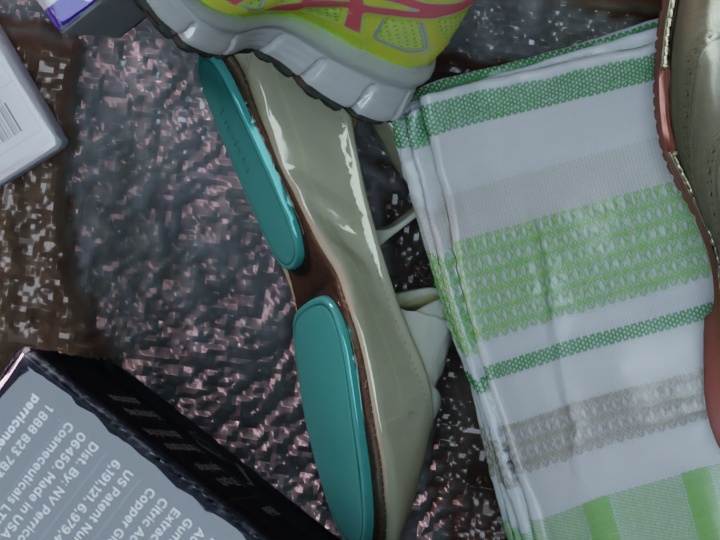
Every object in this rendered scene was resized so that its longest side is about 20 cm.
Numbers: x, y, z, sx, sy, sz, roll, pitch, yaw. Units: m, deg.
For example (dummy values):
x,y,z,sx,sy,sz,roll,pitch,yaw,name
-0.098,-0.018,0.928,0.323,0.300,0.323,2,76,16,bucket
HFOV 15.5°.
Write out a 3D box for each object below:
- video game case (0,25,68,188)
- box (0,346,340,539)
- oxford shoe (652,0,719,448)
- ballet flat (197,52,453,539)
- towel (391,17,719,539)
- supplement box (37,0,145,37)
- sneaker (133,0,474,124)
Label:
x,y,z,sx,sy,sz,roll,pitch,yaw,name
-0.219,-0.097,0.986,0.143,0.018,0.201,-31,92,7,video game case
-0.055,0.132,0.889,0.200,0.197,0.118,38,89,5,box
0.149,-0.024,0.903,0.070,0.074,0.202,-12,94,-11,oxford shoe
0.000,0.000,0.955,0.069,0.069,0.201,-16,92,6,ballet flat
0.105,0.015,0.944,0.148,0.031,0.201,-16,93,-8,towel
-0.115,-0.192,0.928,0.101,0.103,0.201,-36,89,8,supplement box
-0.023,-0.115,0.843,0.090,0.200,0.078,-45,63,18,sneaker
